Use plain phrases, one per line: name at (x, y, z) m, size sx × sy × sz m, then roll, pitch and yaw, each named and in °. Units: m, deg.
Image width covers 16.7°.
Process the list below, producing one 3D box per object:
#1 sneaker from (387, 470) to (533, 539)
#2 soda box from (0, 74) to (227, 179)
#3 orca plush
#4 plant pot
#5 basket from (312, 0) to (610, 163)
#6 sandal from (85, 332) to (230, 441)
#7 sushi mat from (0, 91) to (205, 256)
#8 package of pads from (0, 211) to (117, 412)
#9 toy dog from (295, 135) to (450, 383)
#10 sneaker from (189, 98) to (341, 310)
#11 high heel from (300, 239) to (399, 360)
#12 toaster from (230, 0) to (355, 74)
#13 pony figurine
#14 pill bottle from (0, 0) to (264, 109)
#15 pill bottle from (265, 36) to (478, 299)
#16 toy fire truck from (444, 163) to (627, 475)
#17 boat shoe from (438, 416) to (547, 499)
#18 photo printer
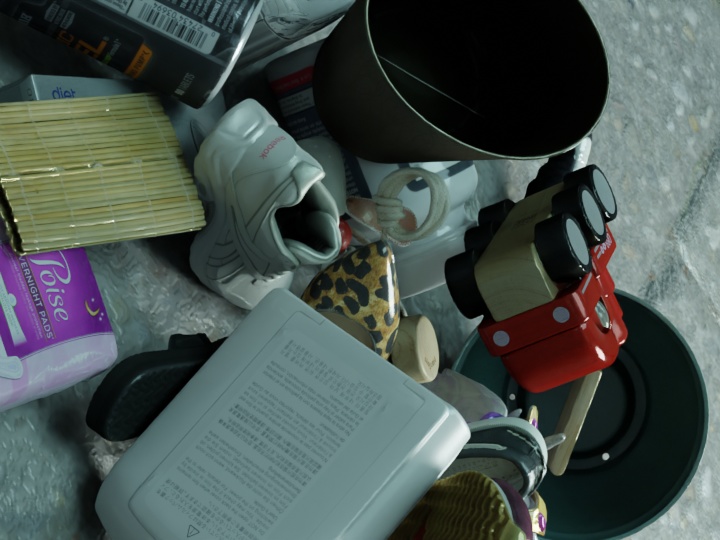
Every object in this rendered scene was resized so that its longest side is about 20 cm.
sneaker at (0.081, 0.174, 1.524) m, size 0.090 × 0.200 × 0.075 m, roll 28°, pitch 80°, yaw -14°
soda box at (-0.165, -0.085, 1.612) m, size 0.200 × 0.063 × 0.068 m, roll -2°, pitch 75°, yaw -56°
orca plush at (0.144, -0.050, 2.040) m, size 0.071 × 0.105 × 0.200 m, roll 18°, pitch 78°, yaw -6°
plant pot at (0.168, 0.106, 1.911) m, size 0.134 × 0.200 × 0.200 m, roll -26°, pitch 96°, yaw -84°
basket at (0.049, -0.139, 1.676) m, size 0.180 × 0.200 × 0.136 m, roll 29°, pitch 77°, yaw -16°
sandal at (-0.120, 0.067, 1.592) m, size 0.048 × 0.075 × 0.200 m, roll 36°, pitch 14°, yaw 22°
sushi mat at (-0.167, -0.062, 1.515) m, size 0.200 × 0.012 × 0.096 m, roll -11°, pitch 78°, yaw -60°
package of pads at (-0.236, 0.029, 1.438) m, size 0.200 × 0.076 × 0.121 m, roll -20°, pitch 92°, yaw -58°
toy dog at (0.000, 0.000, 1.762) m, size 0.096 × 0.132 × 0.200 m, roll -51°, pitch 148°, yaw -71°
sneaker at (-0.058, -0.022, 1.645) m, size 0.078 × 0.099 × 0.200 m, roll -45°, pitch 157°, yaw -22°
high heel at (-0.031, 0.081, 1.617) m, size 0.071 × 0.200 × 0.143 m, roll 27°, pitch 38°, yaw -1°
toaster at (-0.077, -0.207, 1.746) m, size 0.200 × 0.129 × 0.114 m, roll -34°, pitch 103°, yaw -57°
pony figurine at (0.073, 0.163, 1.743) m, size 0.167 × 0.193 × 0.200 m, roll -40°, pitch 130°, yaw -40°
pill bottle at (-0.168, -0.193, 1.583) m, size 0.200 × 0.106 × 0.106 m, roll 26°, pitch 47°, yaw -11°
pill bottle at (0.019, -0.084, 1.832) m, size 0.120 × 0.120 × 0.200 m, roll -29°, pitch 98°, yaw -57°
toy fire truck at (0.143, 0.051, 1.767) m, size 0.200 × 0.129 × 0.176 m, roll 63°, pitch 21°, yaw -11°
boat shoe at (0.027, 0.151, 1.640) m, size 0.076 × 0.200 × 0.060 m, roll 62°, pitch 17°, yaw -9°
photo printer at (-0.055, 0.129, 1.525) m, size 0.200 × 0.166 × 0.069 m, roll -49°, pitch 152°, yaw -14°
